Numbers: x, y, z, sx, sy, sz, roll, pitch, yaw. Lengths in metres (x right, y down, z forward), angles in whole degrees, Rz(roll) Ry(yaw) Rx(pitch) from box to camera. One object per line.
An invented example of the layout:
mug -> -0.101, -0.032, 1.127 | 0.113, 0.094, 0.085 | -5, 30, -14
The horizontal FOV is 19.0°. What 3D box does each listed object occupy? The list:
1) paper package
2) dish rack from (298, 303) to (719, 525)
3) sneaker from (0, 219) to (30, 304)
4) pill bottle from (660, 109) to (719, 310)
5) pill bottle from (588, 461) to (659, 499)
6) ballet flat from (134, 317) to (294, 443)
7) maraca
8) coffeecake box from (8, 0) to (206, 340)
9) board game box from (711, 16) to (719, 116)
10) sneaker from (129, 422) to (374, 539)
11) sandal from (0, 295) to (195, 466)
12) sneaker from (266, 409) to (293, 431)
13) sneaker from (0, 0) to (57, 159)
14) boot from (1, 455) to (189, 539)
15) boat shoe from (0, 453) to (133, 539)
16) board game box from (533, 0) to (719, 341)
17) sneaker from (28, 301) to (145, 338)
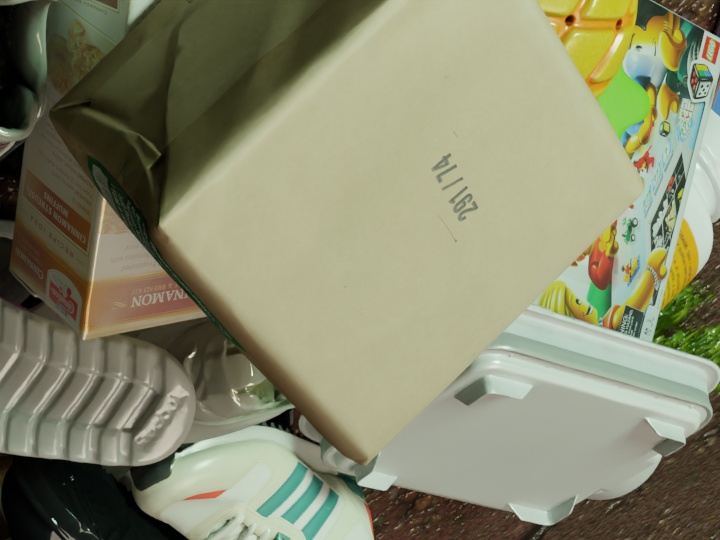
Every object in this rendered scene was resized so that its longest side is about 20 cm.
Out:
paper package -> 0.000, -0.048, 0.928 | 0.191, 0.103, 0.200 | -45, 137, -6
dish rack -> 0.085, 0.086, 1.176 | 0.199, 0.044, 0.171 | 16, 141, -35
sneaker -> -0.225, 0.058, 1.049 | 0.199, 0.082, 0.077 | -37, 150, -1
pill bottle -> 0.138, -0.014, 1.279 | 0.200, 0.111, 0.111 | -42, 153, -21
pill bottle -> 0.129, 0.082, 1.417 | 0.113, 0.114, 0.200 | -40, 149, 7
ballet flat -> -0.035, 0.040, 1.054 | 0.198, 0.070, 0.070 | -13, 148, 3
maraca -> 0.083, -0.119, 1.075 | 0.136, 0.107, 0.201 | -27, 122, -13
coffeecake box -> -0.067, -0.082, 0.981 | 0.153, 0.073, 0.202 | -10, 124, -38
board game box -> 0.255, -0.121, 1.363 | 0.102, 0.019, 0.201 | -23, 147, -25
sneaker -> -0.048, 0.144, 1.187 | 0.070, 0.094, 0.199 | -27, 157, 22
sandal -> -0.177, 0.044, 1.006 | 0.201, 0.050, 0.083 | 22, 94, -13
sneaker -> -0.059, 0.120, 1.303 | 0.074, 0.085, 0.201 | -22, 146, -23
sneaker -> -0.179, -0.069, 0.923 | 0.074, 0.089, 0.201 | -12, 143, -37
boot -> -0.184, 0.176, 1.129 | 0.167, 0.077, 0.200 | -34, 155, 3
boat shoe -> -0.184, 0.124, 1.190 | 0.199, 0.075, 0.068 | -37, 155, 3
board game box -> 0.127, -0.052, 1.177 | 0.126, 0.034, 0.202 | 20, 82, -39
sneaker -> -0.122, 0.021, 1.120 | 0.088, 0.075, 0.201 | -12, 140, -43
